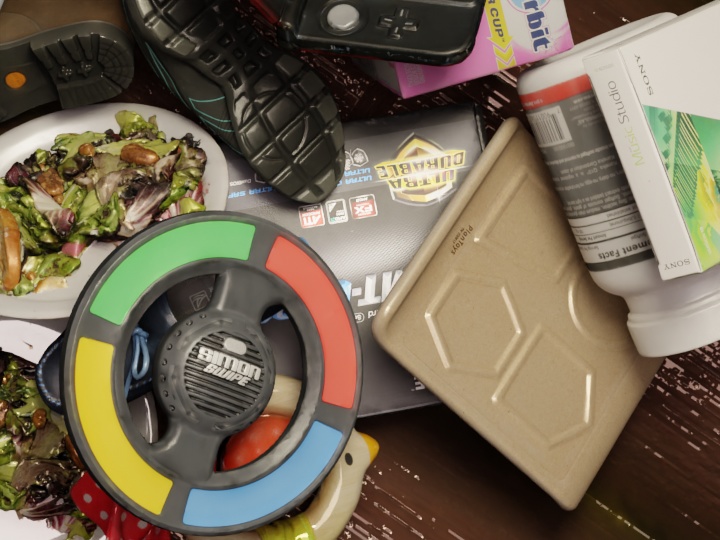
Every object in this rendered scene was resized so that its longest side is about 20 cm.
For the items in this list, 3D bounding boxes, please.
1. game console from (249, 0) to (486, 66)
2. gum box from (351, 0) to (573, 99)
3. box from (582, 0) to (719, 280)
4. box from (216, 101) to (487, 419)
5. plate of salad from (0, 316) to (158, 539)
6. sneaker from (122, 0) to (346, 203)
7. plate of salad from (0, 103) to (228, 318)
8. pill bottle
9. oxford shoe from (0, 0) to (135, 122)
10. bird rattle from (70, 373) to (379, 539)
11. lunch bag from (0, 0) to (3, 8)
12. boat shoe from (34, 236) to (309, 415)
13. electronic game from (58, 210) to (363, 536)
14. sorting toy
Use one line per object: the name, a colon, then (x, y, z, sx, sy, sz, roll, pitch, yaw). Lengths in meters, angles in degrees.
game console: (-0.002, -0.239, 1.351, 0.172, 0.119, 0.201, 8, 57, 12)
gum box: (0.054, -0.171, 1.478, 0.113, 0.200, 0.066, -17, 105, -6)
box: (0.231, -0.094, 1.398, 0.200, 0.036, 0.145, -26, 97, -40)
box: (0.000, 0.000, 1.528, 0.199, 0.050, 0.199, -9, 85, -6)
plate of salad: (-0.233, 0.108, 1.492, 0.199, 0.048, 0.201, 1, 84, -6)
sneaker: (-0.084, -0.128, 1.479, 0.075, 0.079, 0.200, -43, 108, -16)
plate of salad: (-0.185, -0.048, 1.455, 0.199, 0.048, 0.200, -7, 43, 7)
pill bottle: (0.187, -0.054, 1.451, 0.116, 0.116, 0.201, -23, 97, -8)
oxford shoe: (-0.245, -0.147, 1.512, 0.199, 0.073, 0.085, -5, 45, 6)
bird rattle: (-0.077, 0.143, 1.467, 0.200, 0.113, 0.163, 32, 83, -5)
lunch bag: (-0.295, -0.251, 1.417, 0.127, 0.200, 0.170, 5, 59, 20)
boat shoe: (-0.125, 0.024, 1.459, 0.200, 0.069, 0.084, -35, 86, -4)
electronic game: (-0.089, 0.063, 1.389, 0.199, 0.042, 0.201, 0, 91, -25)
sorting toy: (0.115, 0.029, 1.496, 0.200, 0.036, 0.185, 43, 65, -20)
